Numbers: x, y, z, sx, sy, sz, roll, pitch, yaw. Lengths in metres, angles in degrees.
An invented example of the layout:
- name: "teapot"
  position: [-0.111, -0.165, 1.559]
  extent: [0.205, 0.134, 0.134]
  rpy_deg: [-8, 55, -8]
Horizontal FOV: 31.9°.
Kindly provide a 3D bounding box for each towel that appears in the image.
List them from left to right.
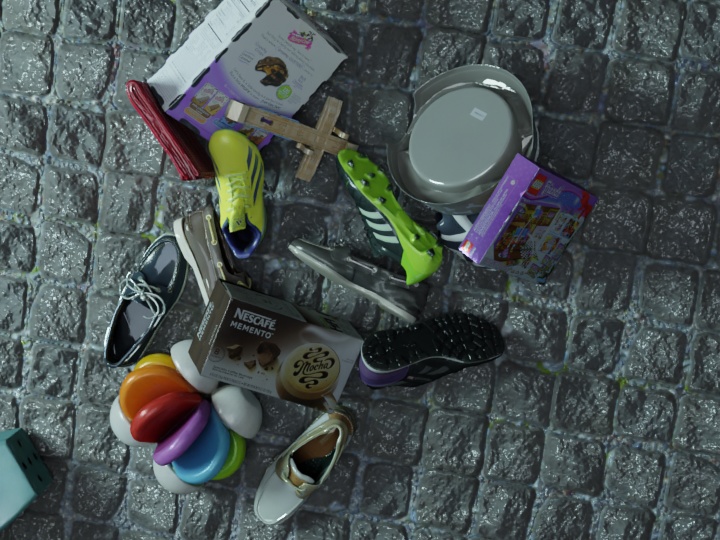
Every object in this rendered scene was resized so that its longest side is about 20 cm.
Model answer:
- name: "towel"
  position: [-0.239, -0.176, 1.614]
  extent: [0.022, 0.200, 0.145]
  rpy_deg: [-33, 93, 4]

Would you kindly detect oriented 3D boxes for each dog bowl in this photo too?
- name: "dog bowl"
  position: [0.133, -0.160, 1.594]
  extent: [0.198, 0.059, 0.202]
  rpy_deg: [-13, 59, 22]

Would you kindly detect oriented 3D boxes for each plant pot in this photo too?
- name: "plant pot"
  position: [-0.545, 0.313, 1.762]
  extent: [0.199, 0.141, 0.142]
  rpy_deg: [-31, 94, 3]

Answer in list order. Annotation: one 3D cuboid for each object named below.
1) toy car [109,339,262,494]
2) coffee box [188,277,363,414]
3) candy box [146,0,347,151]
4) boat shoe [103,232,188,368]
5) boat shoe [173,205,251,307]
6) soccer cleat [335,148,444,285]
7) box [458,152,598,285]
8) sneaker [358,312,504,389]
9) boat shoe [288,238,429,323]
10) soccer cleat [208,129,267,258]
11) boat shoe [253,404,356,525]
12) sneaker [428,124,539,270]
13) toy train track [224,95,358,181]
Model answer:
- name: "toy car"
  position: [-0.242, 0.206, 1.697]
  extent: [0.175, 0.150, 0.200]
  rpy_deg: [-42, 92, 11]
- name: "coffee box"
  position: [-0.112, 0.100, 1.661]
  extent: [0.198, 0.080, 0.114]
  rpy_deg: [20, 101, -24]
- name: "candy box"
  position: [-0.142, -0.256, 1.607]
  extent: [0.200, 0.167, 0.072]
  rpy_deg: [-45, 52, 11]
- name: "boat shoe"
  position: [-0.297, 0.042, 1.724]
  extent: [0.074, 0.062, 0.201]
  rpy_deg: [32, 100, 3]
- name: "boat shoe"
  position: [-0.184, 0.012, 1.703]
  extent: [0.059, 0.072, 0.202]
  rpy_deg: [-25, 90, 12]
- name: "soccer cleat"
  position: [0.026, -0.068, 1.643]
  extent: [0.201, 0.067, 0.081]
  rpy_deg: [51, 131, 5]
- name: "box"
  position: [0.214, -0.060, 1.581]
  extent: [0.039, 0.199, 0.138]
  rpy_deg: [38, 102, 30]
- name: "sneaker"
  position: [0.092, 0.114, 1.692]
  extent: [0.197, 0.088, 0.076]
  rpy_deg: [-5, 58, -11]
- name: "boat shoe"
  position: [0.000, 0.000, 1.685]
  extent: [0.199, 0.067, 0.057]
  rpy_deg: [30, 82, -3]
- name: "soccer cleat"
  position: [-0.157, -0.097, 1.630]
  extent: [0.064, 0.084, 0.201]
  rpy_deg: [3, 141, 8]
- name: "boat shoe"
  position: [-0.083, 0.272, 1.728]
  extent: [0.074, 0.068, 0.201]
  rpy_deg: [35, 101, 1]
- name: "sneaker"
  position: [0.148, -0.111, 1.636]
  extent: [0.128, 0.080, 0.201]
  rpy_deg: [17, 110, -4]
- name: "toy train track"
  position: [-0.082, -0.177, 1.621]
  extent: [0.198, 0.032, 0.116]
  rpy_deg: [16, 103, -34]
